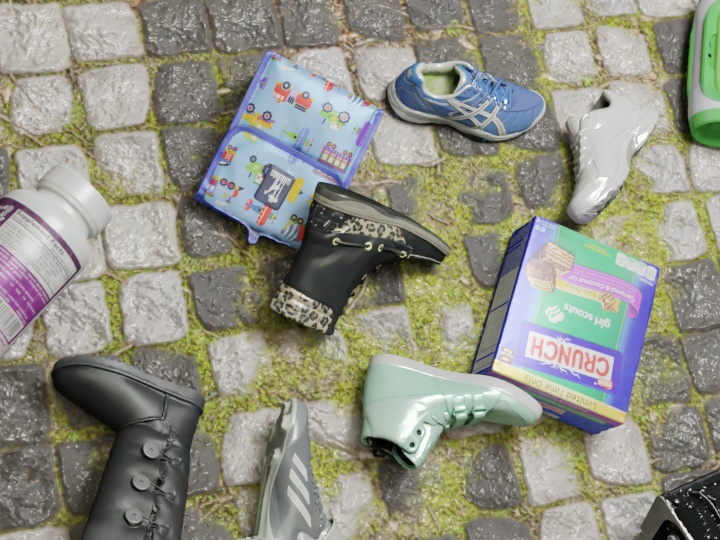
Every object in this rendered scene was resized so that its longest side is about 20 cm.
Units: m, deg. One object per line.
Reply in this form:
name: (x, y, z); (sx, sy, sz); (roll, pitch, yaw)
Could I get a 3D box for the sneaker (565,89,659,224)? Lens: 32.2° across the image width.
sneaker: (0.286, -0.142, 1.532); (0.099, 0.078, 0.200); (32, 58, 3)

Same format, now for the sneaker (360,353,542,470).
sneaker: (0.095, 0.172, 1.365); (0.199, 0.074, 0.119); (13, 63, -1)

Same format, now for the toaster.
toaster: (0.431, 0.306, 1.370); (0.199, 0.119, 0.181); (-19, 60, -21)

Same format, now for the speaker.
speaker: (0.470, -0.265, 1.612); (0.088, 0.088, 0.201); (14, 69, -11)

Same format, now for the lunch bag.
lunch bag: (-0.087, -0.120, 1.416); (0.150, 0.094, 0.201); (26, 80, -8)

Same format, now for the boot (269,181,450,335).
boot: (-0.001, -0.001, 1.398); (0.203, 0.073, 0.154); (21, 97, -42)

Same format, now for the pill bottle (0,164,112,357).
pill bottle: (-0.351, -0.011, 1.279); (0.112, 0.112, 0.200); (39, 66, -1)

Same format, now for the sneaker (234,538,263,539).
sneaker: (-0.168, 0.329, 1.212); (0.199, 0.086, 0.078); (-29, 82, -7)

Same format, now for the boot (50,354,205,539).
boot: (-0.248, 0.194, 1.239); (0.164, 0.066, 0.201); (16, 53, -11)

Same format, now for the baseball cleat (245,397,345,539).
baseball cleat: (-0.063, 0.240, 1.311); (0.106, 0.070, 0.201); (16, 79, -17)

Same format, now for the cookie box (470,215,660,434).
cookie box: (0.238, 0.064, 1.442); (0.170, 0.075, 0.201); (22, 69, -9)

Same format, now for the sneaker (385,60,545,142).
sneaker: (0.134, -0.206, 1.501); (0.199, 0.077, 0.076); (3, 70, -16)
